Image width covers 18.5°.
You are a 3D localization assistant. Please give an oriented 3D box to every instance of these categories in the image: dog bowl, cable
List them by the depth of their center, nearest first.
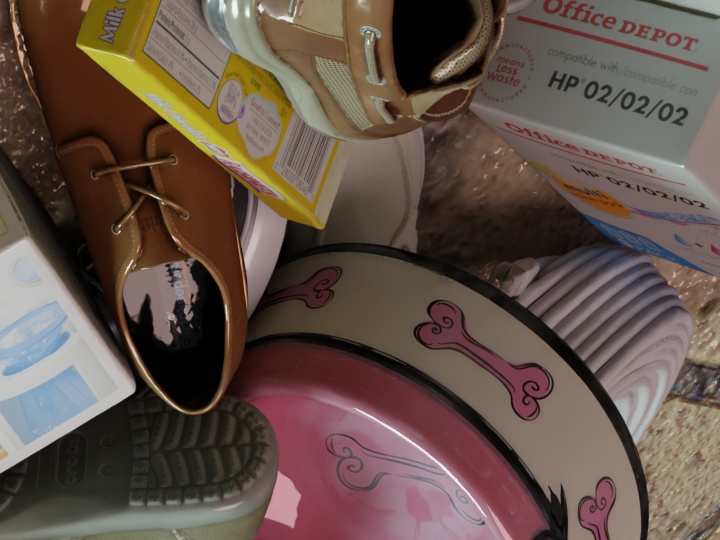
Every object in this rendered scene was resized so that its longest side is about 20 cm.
[{"bbox_3d":[0.014,0.091,0.909,0.074,0.199,0.201,-47,158,-41],"label":"dog bowl"},{"bbox_3d":[0.080,0.075,1.053,0.200,0.069,0.201,-22,147,-52],"label":"cable"}]

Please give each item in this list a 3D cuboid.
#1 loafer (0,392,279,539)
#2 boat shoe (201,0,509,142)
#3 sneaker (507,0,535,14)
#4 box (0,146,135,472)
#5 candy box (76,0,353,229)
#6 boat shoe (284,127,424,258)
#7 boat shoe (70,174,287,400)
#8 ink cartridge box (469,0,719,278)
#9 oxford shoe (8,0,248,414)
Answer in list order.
[{"bbox_3d":[-0.127,0.093,0.869,0.198,0.076,0.070,0,140,9],"label":"loafer"},{"bbox_3d":[0.013,-0.081,0.764,0.200,0.071,0.076,11,91,-70],"label":"boat shoe"},{"bbox_3d":[0.047,-0.172,0.778,0.077,0.082,0.201,-26,143,-10],"label":"sneaker"},{"bbox_3d":[-0.202,0.033,0.809,0.199,0.102,0.113,-31,144,-3],"label":"box"},{"bbox_3d":[-0.035,-0.089,0.776,0.200,0.026,0.103,42,64,-68],"label":"candy box"},{"bbox_3d":[0.000,0.000,0.950,0.071,0.070,0.201,-16,141,-22],"label":"boat shoe"},{"bbox_3d":[-0.108,0.020,0.902,0.066,0.070,0.200,11,133,-46],"label":"boat shoe"},{"bbox_3d":[0.122,-0.062,0.920,0.200,0.115,0.068,37,76,-52],"label":"ink cartridge box"},{"bbox_3d":[-0.077,-0.039,0.804,0.071,0.071,0.201,-16,116,1],"label":"oxford shoe"}]
